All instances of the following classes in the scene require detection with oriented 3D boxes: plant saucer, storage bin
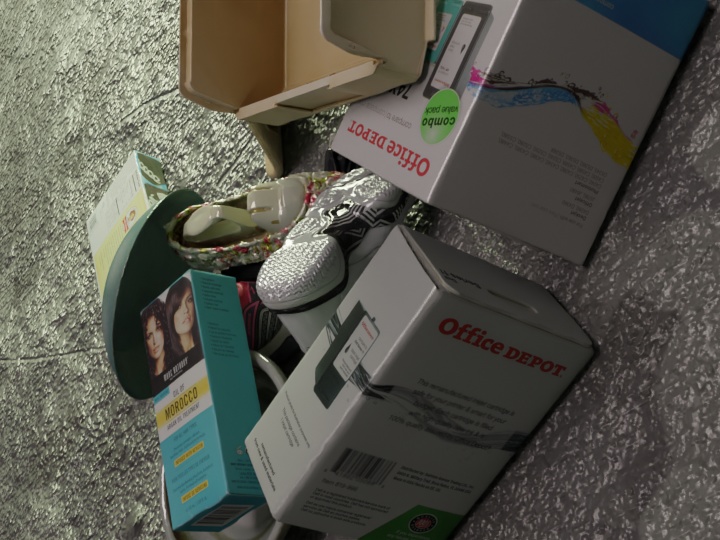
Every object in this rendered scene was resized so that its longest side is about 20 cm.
[{"bbox_3d":[-0.098,0.168,1.081,0.200,0.050,0.200,-18,66,46],"label":"plant saucer"},{"bbox_3d":[-0.043,-0.218,0.896,0.200,0.094,0.199,-7,81,55],"label":"storage bin"},{"bbox_3d":[-0.196,0.019,1.187,0.039,0.201,0.201,12,81,15],"label":"plant saucer"}]

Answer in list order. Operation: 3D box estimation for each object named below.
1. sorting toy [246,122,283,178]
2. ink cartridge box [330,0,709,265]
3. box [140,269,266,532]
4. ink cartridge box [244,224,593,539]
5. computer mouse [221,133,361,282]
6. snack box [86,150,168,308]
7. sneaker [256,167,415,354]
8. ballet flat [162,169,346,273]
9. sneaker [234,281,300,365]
[{"bbox_3d":[-0.103,-0.214,1.208,0.036,0.200,0.185,-11,56,7],"label":"sorting toy"},{"bbox_3d":[0.105,-0.132,0.881,0.147,0.146,0.200,35,103,55],"label":"ink cartridge box"},{"bbox_3d":[-0.128,0.106,1.052,0.082,0.049,0.200,-37,55,38],"label":"box"},{"bbox_3d":[0.038,0.085,0.865,0.200,0.146,0.083,-54,36,19],"label":"ink cartridge box"},{"bbox_3d":[-0.074,-0.037,1.161,0.200,0.053,0.139,-25,55,46],"label":"computer mouse"},{"bbox_3d":[-0.249,-0.027,1.407,0.116,0.037,0.200,-50,39,26],"label":"snack box"},{"bbox_3d":[0.000,0.000,1.018,0.075,0.115,0.200,1,36,38],"label":"sneaker"},{"bbox_3d":[-0.091,-0.043,1.105,0.200,0.064,0.076,-19,60,33],"label":"ballet flat"},{"bbox_3d":[-0.131,0.073,1.163,0.200,0.075,0.081,-45,41,32],"label":"sneaker"}]
